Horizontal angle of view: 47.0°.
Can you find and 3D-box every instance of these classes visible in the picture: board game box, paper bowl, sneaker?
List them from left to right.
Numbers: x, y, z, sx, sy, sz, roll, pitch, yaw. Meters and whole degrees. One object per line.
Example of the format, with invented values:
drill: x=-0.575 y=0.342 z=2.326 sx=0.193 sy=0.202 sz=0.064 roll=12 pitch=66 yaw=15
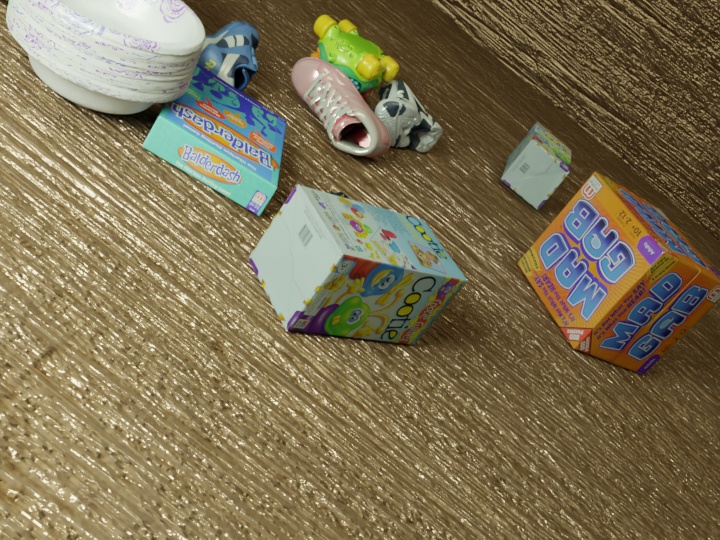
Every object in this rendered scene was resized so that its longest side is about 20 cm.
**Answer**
paper bowl: x=-0.273 y=-0.246 z=0.882 sx=0.197 sy=0.105 sz=0.202 roll=22 pitch=32 yaw=-14
board game box: x=-0.165 y=-0.164 z=0.986 sx=0.150 sy=0.045 sz=0.202 roll=30 pitch=27 yaw=-19
sneaker: x=-0.179 y=-0.284 z=1.141 sx=0.082 sy=0.074 sz=0.201 roll=38 pitch=32 yaw=-5
sneaker: x=-0.037 y=-0.252 z=1.274 sx=0.200 sy=0.075 sz=0.105 roll=45 pitch=19 yaw=1
board game box: x=0.000 y=0.000 z=0.873 sx=0.198 sy=0.104 sz=0.106 roll=11 pitch=36 yaw=-45
sneaker: x=0.057 y=-0.287 z=1.464 sx=0.130 sy=0.080 sz=0.197 roll=50 pitch=26 yaw=25
board game box: x=0.377 y=-0.226 z=1.763 sx=0.102 sy=0.105 sz=0.200 roll=38 pitch=25 yaw=-1
board game box: x=0.417 y=0.008 z=1.331 sx=0.197 sy=0.201 sz=0.202 roll=19 pitch=30 yaw=-36

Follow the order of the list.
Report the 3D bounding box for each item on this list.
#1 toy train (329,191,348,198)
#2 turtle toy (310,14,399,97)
toy train: x=0.016 y=-0.024 z=1.019 sx=0.201 sy=0.034 sz=0.045 roll=49 pitch=30 yaw=20
turtle toy: x=-0.013 y=-0.363 z=1.465 sx=0.146 sy=0.102 sz=0.199 roll=44 pitch=24 yaw=14
